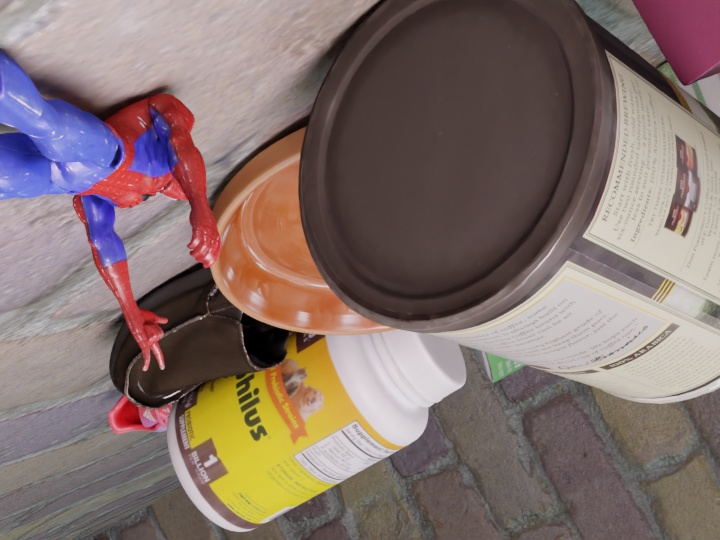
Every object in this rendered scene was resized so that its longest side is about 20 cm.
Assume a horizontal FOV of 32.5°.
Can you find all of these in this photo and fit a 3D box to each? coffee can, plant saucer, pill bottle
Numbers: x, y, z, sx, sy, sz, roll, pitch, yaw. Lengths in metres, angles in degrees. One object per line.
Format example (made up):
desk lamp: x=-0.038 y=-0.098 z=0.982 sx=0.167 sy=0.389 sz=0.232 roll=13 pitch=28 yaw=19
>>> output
coffee can: x=0.090 y=-0.027 z=0.547 sx=0.146 sy=0.148 sz=0.199 roll=-32 pitch=148 yaw=29
plant saucer: x=0.013 y=-0.028 z=0.688 sx=0.197 sy=0.033 sz=0.201 roll=-9 pitch=147 yaw=-6
pill bottle: x=-0.029 y=0.091 z=0.849 sx=0.199 sy=0.110 sz=0.109 roll=-32 pitch=172 yaw=19

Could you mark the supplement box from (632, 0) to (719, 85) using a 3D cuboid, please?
supplement box: x=0.224 y=-0.169 z=0.591 sx=0.199 sy=0.086 sz=0.110 roll=-22 pitch=171 yaw=-40

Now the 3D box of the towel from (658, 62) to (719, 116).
towel: x=0.276 y=-0.112 z=0.970 sx=0.199 sy=0.151 sz=0.031 roll=-33 pitch=141 yaw=31

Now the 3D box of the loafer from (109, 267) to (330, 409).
loafer: x=-0.086 y=0.036 z=0.803 sx=0.199 sy=0.072 sz=0.073 roll=-38 pitch=141 yaw=21

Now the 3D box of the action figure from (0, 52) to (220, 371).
action figure: x=-0.091 y=-0.017 z=0.420 sx=0.065 sy=0.100 sz=0.200 roll=-29 pitch=175 yaw=16

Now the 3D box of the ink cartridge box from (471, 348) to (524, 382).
ink cartridge box: x=0.147 y=-0.034 z=0.917 sx=0.198 sy=0.147 sz=0.084 roll=-28 pitch=149 yaw=-2

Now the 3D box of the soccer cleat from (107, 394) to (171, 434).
soccer cleat: x=-0.149 y=0.106 z=1.053 sx=0.076 sy=0.067 sz=0.199 roll=-35 pitch=-171 yaw=-34
